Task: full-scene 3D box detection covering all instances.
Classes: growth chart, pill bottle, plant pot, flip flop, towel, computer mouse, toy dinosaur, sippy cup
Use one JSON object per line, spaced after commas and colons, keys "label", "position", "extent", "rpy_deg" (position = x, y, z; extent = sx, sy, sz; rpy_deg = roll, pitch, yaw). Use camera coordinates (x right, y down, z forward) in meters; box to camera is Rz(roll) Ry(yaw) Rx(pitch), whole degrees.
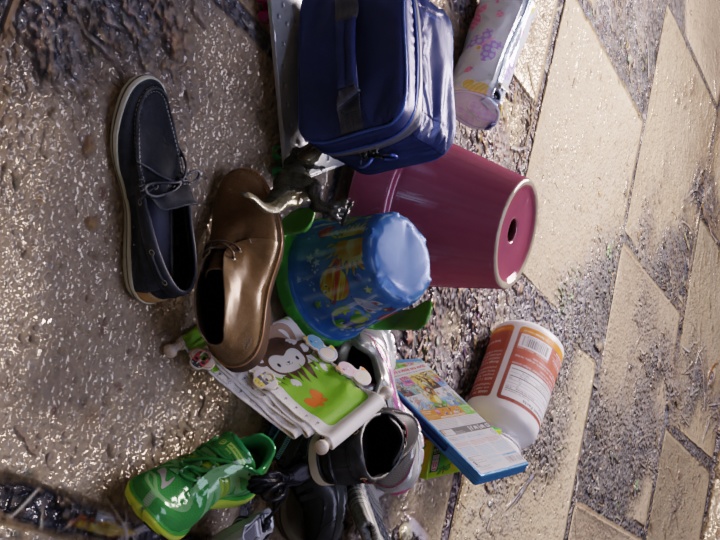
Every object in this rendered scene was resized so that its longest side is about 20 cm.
{"label": "growth chart", "position": [-0.074, 0.097, 1.109], "extent": [0.145, 0.198, 0.018], "rpy_deg": [-45, 164, -52]}
{"label": "pill bottle", "position": [0.214, 0.182, 1.645], "extent": [0.202, 0.111, 0.113], "rpy_deg": [-65, 143, -29]}
{"label": "plant pot", "position": [0.103, -0.061, 1.336], "extent": [0.200, 0.177, 0.203], "rpy_deg": [-39, 137, -50]}
{"label": "flip flop", "position": [-0.040, 0.299, 1.286], "extent": [0.081, 0.057, 0.203], "rpy_deg": [-46, 125, -46]}
{"label": "towel", "position": [0.012, 0.278, 1.292], "extent": [0.193, 0.034, 0.202], "rpy_deg": [-117, -174, -53]}
{"label": "computer mouse", "position": [-0.120, 0.258, 1.107], "extent": [0.201, 0.044, 0.109], "rpy_deg": [-56, 168, 17]}
{"label": "toy dinosaur", "position": [-0.052, -0.073, 1.105], "extent": [0.200, 0.087, 0.048], "rpy_deg": [-60, 174, -69]}
{"label": "sippy cup", "position": [0.000, 0.000, 1.209], "extent": [0.176, 0.129, 0.142], "rpy_deg": [-5, 80, -46]}

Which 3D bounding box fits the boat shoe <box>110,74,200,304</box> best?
{"label": "boat shoe", "position": [-0.176, -0.070, 1.010], "extent": [0.074, 0.061, 0.204], "rpy_deg": [-14, 105, -55]}

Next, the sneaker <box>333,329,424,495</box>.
{"label": "sneaker", "position": [0.010, 0.156, 1.294], "extent": [0.088, 0.080, 0.203], "rpy_deg": [3, 68, -68]}

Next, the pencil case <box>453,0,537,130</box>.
{"label": "pencil case", "position": [0.174, -0.288, 1.533], "extent": [0.082, 0.091, 0.202], "rpy_deg": [28, 62, -14]}

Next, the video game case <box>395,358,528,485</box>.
{"label": "video game case", "position": [0.104, 0.180, 1.401], "extent": [0.018, 0.200, 0.142], "rpy_deg": [-55, 153, 17]}

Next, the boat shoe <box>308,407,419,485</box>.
{"label": "boat shoe", "position": [0.019, 0.180, 1.171], "extent": [0.201, 0.062, 0.075], "rpy_deg": [-1, 82, -65]}

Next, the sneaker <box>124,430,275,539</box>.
{"label": "sneaker", "position": [-0.146, 0.188, 1.065], "extent": [0.084, 0.074, 0.199], "rpy_deg": [-54, 164, 19]}

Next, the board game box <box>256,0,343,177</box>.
{"label": "board game box", "position": [-0.041, -0.214, 1.246], "extent": [0.199, 0.026, 0.204], "rpy_deg": [-27, 118, -54]}

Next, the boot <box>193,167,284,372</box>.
{"label": "boot", "position": [-0.118, -0.014, 1.068], "extent": [0.076, 0.072, 0.203], "rpy_deg": [48, 38, -60]}

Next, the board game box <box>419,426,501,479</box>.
{"label": "board game box", "position": [0.090, 0.218, 1.451], "extent": [0.199, 0.100, 0.048], "rpy_deg": [5, 98, -59]}

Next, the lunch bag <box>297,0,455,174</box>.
{"label": "lunch bag", "position": [0.010, -0.196, 1.160], "extent": [0.132, 0.134, 0.204], "rpy_deg": [25, 59, -55]}

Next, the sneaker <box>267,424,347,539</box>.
{"label": "sneaker", "position": [-0.062, 0.201, 1.211], "extent": [0.081, 0.073, 0.204], "rpy_deg": [-3, 82, -21]}
